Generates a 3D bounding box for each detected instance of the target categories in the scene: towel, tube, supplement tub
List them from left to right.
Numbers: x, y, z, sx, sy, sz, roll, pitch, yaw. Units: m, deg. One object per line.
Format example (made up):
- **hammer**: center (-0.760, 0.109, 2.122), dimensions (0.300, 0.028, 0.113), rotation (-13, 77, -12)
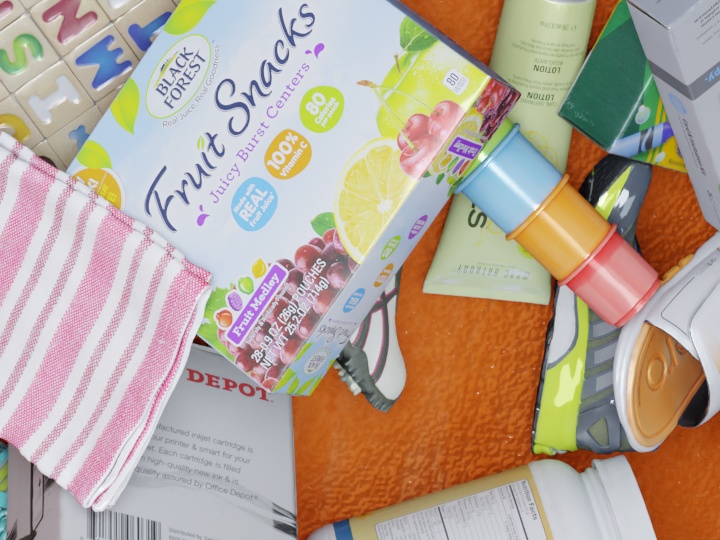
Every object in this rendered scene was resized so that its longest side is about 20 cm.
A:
- **towel**: center (-0.180, 0.017, 1.587), dimensions (0.030, 0.200, 0.147), rotation (-13, 133, -62)
- **supplement tub**: center (0.078, 0.195, 1.773), dimensions (0.199, 0.145, 0.145), rotation (-17, 119, -1)
- **tube**: center (0.092, -0.071, 1.719), dimensions (0.052, 0.058, 0.201), rotation (-27, 136, -52)

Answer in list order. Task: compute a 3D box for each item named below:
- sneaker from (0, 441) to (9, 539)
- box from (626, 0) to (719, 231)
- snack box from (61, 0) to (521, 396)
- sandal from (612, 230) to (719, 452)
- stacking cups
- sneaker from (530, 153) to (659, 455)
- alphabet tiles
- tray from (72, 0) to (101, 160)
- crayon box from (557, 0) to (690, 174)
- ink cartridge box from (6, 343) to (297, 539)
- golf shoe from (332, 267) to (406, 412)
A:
- **sneaker**: center (-0.210, 0.132, 1.702), dimensions (0.199, 0.080, 0.078), rotation (14, 110, -22)
- **box**: center (0.236, -0.125, 1.664), dimensions (0.156, 0.041, 0.200), rotation (-40, 141, -11)
- **snack box**: center (-0.042, -0.063, 1.580), dimensions (0.200, 0.168, 0.068), rotation (-54, 162, 7)
- **sandal**: center (0.216, 0.021, 1.729), dimensions (0.207, 0.059, 0.079), rotation (-49, 130, -31)
- **stacking cups**: center (0.081, -0.048, 1.677), dimensions (0.060, 0.061, 0.200), rotation (-44, 96, 6)
- **sneaker**: center (0.152, 0.021, 1.758), dimensions (0.080, 0.074, 0.201), rotation (9, 120, 2)
- **alphabet tiles**: center (-0.130, -0.100, 1.633), dimensions (0.167, 0.008, 0.200), rotation (-35, 120, 1)
- **tray**: center (-0.104, -0.110, 1.653), dimensions (0.107, 0.022, 0.201), rotation (-1, 115, -18)
- **crayon box**: center (0.209, -0.152, 1.689), dimensions (0.125, 0.052, 0.201), rotation (11, 112, -47)
- **ink cartridge box**: center (-0.115, 0.140, 1.663), dimensions (0.145, 0.201, 0.084), rotation (16, 138, -24)
- **golf shoe**: center (0.000, 0.000, 1.695), dimensions (0.088, 0.077, 0.200), rotation (-33, 134, -9)
